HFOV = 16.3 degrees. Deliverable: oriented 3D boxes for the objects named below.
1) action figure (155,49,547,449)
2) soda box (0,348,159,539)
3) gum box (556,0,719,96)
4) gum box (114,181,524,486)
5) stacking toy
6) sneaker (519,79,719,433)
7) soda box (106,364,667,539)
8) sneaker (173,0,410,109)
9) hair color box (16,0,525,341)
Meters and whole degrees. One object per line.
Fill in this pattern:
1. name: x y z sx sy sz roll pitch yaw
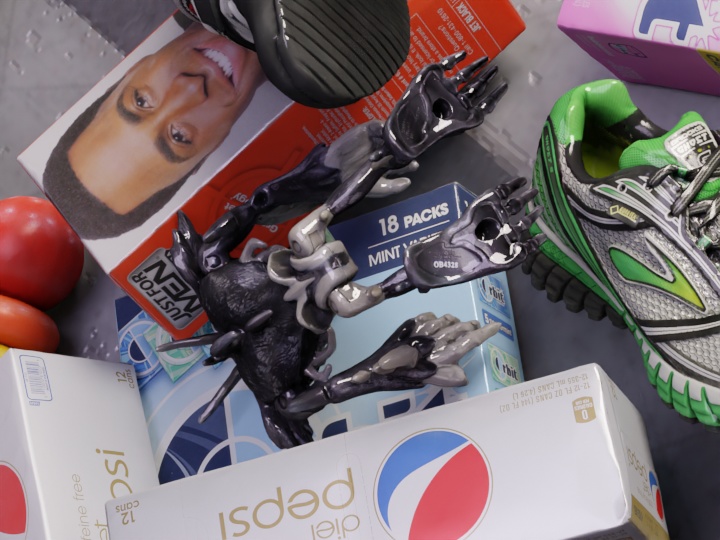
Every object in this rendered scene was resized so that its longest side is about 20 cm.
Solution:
1. action figure: 0.000 0.000 0.978 0.200 0.102 0.119 -36 76 52
2. soda box: -0.117 0.135 1.025 0.068 0.064 0.200 -42 51 39
3. gum box: 0.169 -0.170 1.003 0.113 0.066 0.200 13 81 34
4. gum box: -0.011 0.084 1.040 0.170 0.045 0.200 -19 66 23
5. stacking toy: -0.176 0.061 1.128 0.085 0.085 0.200 5 72 31
6. sneaker: 0.126 -0.005 0.934 0.078 0.085 0.200 -23 39 -28
7. soda box: 0.010 0.099 0.942 0.200 0.068 0.064 -17 65 15
8. sneaker: -0.034 -0.112 0.999 0.088 0.074 0.200 -34 28 21
9. hair color box: -0.039 -0.075 1.068 0.200 0.061 0.102 -43 45 -1
